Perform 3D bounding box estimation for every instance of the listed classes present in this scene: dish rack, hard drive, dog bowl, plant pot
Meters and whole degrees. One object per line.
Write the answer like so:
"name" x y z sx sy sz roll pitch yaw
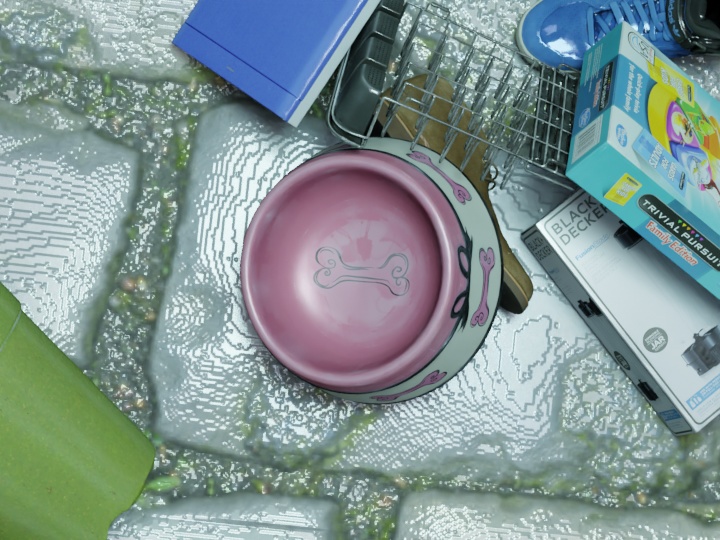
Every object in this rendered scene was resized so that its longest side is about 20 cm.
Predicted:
"dish rack" 0.083 -0.123 1.466 0.199 0.055 0.154 23 39 -7
"hard drive" -0.041 -0.223 1.491 0.132 0.025 0.201 35 94 32
"dog bowl" 0.000 0.000 1.457 0.199 0.074 0.201 0 90 20
"plant pot" -0.254 0.121 1.417 0.190 0.200 0.200 38 81 -14

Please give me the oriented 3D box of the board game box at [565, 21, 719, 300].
"board game box" 0.245 -0.070 1.469 0.200 0.047 0.151 37 39 -19

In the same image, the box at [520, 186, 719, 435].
"box" 0.229 0.013 1.523 0.116 0.060 0.200 -36 88 -9

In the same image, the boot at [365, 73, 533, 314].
"boot" 0.083 -0.061 1.517 0.075 0.074 0.201 -32 85 -18

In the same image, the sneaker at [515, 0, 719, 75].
"sneaker" 0.223 -0.196 1.520 0.199 0.111 0.077 -1 84 -5
